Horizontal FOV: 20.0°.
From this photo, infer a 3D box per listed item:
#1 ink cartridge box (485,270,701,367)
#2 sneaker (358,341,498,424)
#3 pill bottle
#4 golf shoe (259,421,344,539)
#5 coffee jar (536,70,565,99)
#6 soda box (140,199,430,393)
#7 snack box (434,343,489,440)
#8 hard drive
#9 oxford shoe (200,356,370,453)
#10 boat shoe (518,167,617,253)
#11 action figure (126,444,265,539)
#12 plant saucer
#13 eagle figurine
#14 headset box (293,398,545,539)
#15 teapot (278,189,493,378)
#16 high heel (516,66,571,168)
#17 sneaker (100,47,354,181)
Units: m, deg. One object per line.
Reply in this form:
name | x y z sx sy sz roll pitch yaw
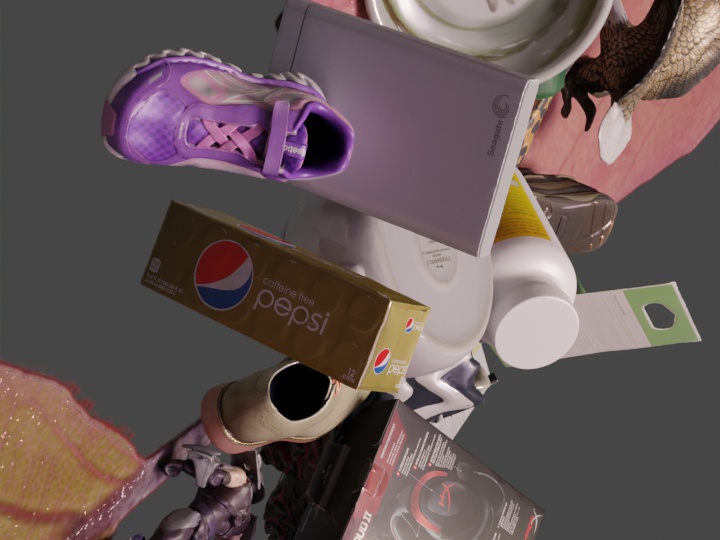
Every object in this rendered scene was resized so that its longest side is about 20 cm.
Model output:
ink cartridge box | 0.211 0.035 1.933 0.146 0.199 0.048 51 32 -59
sneaker | 0.051 0.117 1.758 0.129 0.080 0.200 1 121 -19
pill bottle | 0.119 -0.006 1.715 0.104 0.200 0.105 -8 126 -11
golf shoe | -0.035 0.173 1.727 0.092 0.072 0.201 -43 144 -41
coffee jar | 0.127 -0.244 1.663 0.085 0.104 0.201 -101 -167 -59
soda box | -0.054 0.018 1.436 0.064 0.199 0.068 12 101 -61
snack box | 0.062 0.087 1.873 0.116 0.037 0.200 -53 149 -24
hard drive | 0.019 -0.105 1.473 0.027 0.199 0.133 -15 123 -63
oxford shoe | -0.037 0.098 1.600 0.200 0.074 0.071 -21 89 -55
boat shoe | 0.147 -0.054 1.884 0.199 0.073 0.075 3 118 -40
action figure | -0.135 0.203 1.583 0.200 0.069 0.131 -43 138 -45
plant saucer | 0.099 -0.236 1.586 0.050 0.199 0.201 -97 -169 -60
eagle figurine | 0.261 -0.208 1.859 0.151 0.199 0.152 45 40 -31
headset box | 0.039 0.211 1.659 0.200 0.075 0.149 38 58 -25
teapot | 0.000 0.000 1.595 0.200 0.145 0.198 46 42 -38
high heel | 0.137 -0.170 1.771 0.143 0.071 0.201 -55 160 -34
sneaker | -0.082 -0.098 1.391 0.199 0.088 0.081 0 115 -41
